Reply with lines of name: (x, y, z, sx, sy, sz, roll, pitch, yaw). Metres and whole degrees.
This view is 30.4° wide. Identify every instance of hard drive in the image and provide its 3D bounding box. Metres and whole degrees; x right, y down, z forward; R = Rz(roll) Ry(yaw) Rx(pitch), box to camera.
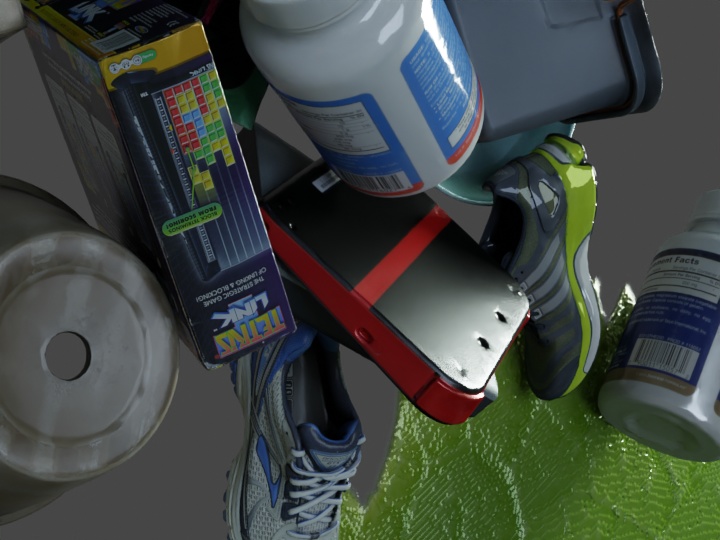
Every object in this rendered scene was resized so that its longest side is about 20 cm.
hard drive: (0.000, 0.000, 0.864, 0.199, 0.033, 0.140, 31, 30, -31)

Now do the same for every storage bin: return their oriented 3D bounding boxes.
storage bin: (0.101, -0.179, 0.892, 0.133, 0.145, 0.202, -24, 102, -23)

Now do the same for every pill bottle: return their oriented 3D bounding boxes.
pill bottle: (-0.003, -0.132, 0.759, 0.113, 0.111, 0.200, -69, 155, -17)
pill bottle: (0.274, 0.041, 1.061, 0.111, 0.110, 0.201, 38, 68, -29)

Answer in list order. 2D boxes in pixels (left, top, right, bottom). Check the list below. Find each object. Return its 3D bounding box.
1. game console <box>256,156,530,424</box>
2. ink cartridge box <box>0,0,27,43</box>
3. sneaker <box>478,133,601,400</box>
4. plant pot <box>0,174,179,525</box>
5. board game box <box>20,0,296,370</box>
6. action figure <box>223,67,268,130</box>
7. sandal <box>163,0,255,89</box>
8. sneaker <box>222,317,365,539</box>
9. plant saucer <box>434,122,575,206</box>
game console: (0.025, 0.000, 0.840, 0.177, 0.031, 0.200, 43, 25, 2)
ink cartridge box: (-0.284, -0.199, 0.684, 0.164, 0.075, 0.202, -22, 101, -33)
sneaker: (0.123, 0.005, 0.966, 0.080, 0.074, 0.202, -17, 113, -24)
plant pot: (-0.185, 0.043, 0.688, 0.198, 0.173, 0.203, 1, 88, -35)
board game box: (-0.113, -0.062, 0.704, 0.056, 0.200, 0.167, -25, 118, -16)
action figure: (-0.139, -0.176, 0.802, 0.198, 0.055, 0.119, 21, 77, -27)
sandal: (-0.105, -0.177, 0.725, 0.074, 0.045, 0.201, -11, 132, 3)
sneaker: (-0.039, 0.121, 0.845, 0.076, 0.085, 0.203, -8, 93, -36)
plant saucer: (0.079, -0.147, 0.972, 0.198, 0.036, 0.203, 1, 88, -35)
